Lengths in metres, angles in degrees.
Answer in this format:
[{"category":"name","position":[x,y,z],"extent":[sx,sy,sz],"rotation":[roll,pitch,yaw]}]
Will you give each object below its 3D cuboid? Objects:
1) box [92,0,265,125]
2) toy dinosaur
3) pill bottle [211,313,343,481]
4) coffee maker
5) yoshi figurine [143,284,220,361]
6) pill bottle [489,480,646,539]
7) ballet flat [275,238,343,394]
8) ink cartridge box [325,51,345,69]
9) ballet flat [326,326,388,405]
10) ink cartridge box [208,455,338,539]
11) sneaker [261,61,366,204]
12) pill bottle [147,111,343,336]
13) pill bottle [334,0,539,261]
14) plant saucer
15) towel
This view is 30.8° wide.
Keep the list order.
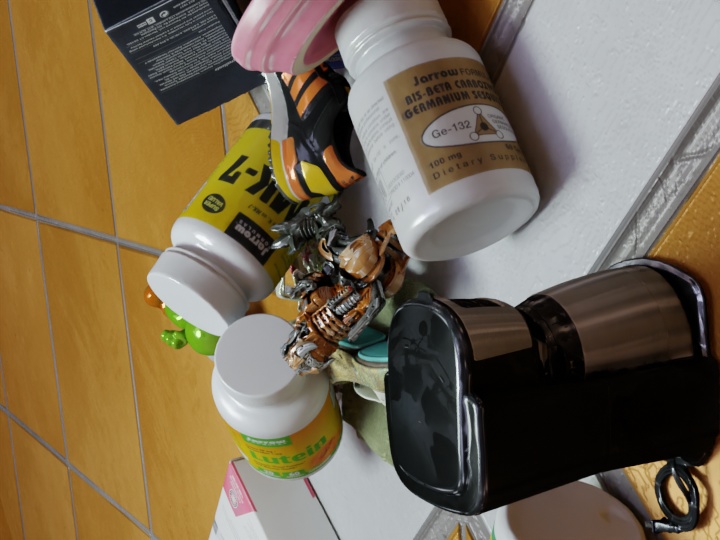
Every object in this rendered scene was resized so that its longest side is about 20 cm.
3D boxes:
[{"category":"box","position":[-0.205,-0.297,1.367],"extent":[0.200,0.124,0.197],"rotation":[66,-175,26]},{"category":"toy dinosaur","position":[0.000,0.000,1.142],"extent":[0.136,0.200,0.102],"rotation":[39,161,57]},{"category":"pill bottle","position":[-0.081,0.120,1.254],"extent":[0.200,0.111,0.111],"rotation":[78,169,-62]},{"category":"coffee maker","position":[0.130,0.097,0.862],"extent":[0.135,0.200,0.193],"rotation":[-39,64,60]},{"category":"yoshi figurine","position":[-0.188,0.048,1.559],"extent":[0.200,0.112,0.113],"rotation":[41,127,46]},{"category":"pill bottle","position":[0.141,0.266,0.995],"extent":[0.113,0.113,0.200],"rotation":[48,139,46]},{"category":"ballet flat","position":[-0.054,0.034,1.340],"extent":[0.076,0.064,0.201],"rotation":[-12,89,64]},{"category":"ink cartridge box","position":[-0.046,-0.278,1.245],"extent":[0.119,0.042,0.200],"rotation":[49,137,45]},{"category":"ballet flat","position":[0.020,0.086,1.138],"extent":[0.200,0.071,0.071],"rotation":[-171,73,-66]},{"category":"ink cartridge box","position":[-0.109,0.328,1.522],"extent":[0.147,0.083,0.200],"rotation":[57,145,36]},{"category":"sneaker","position":[-0.037,-0.164,1.185],"extent":[0.090,0.070,0.201],"rotation":[-9,80,23]},{"category":"pill bottle","position":[-0.108,-0.043,1.249],"extent":[0.114,0.200,0.114],"rotation":[29,158,13]},{"category":"pill bottle","position":[0.054,-0.119,1.028],"extent":[0.114,0.114,0.200],"rotation":[-52,54,55]},{"category":"plant saucer","position":[-0.019,-0.231,1.073],"extent":[0.051,0.201,0.201],"rotation":[44,146,3]},{"category":"towel","position":[0.027,0.090,1.235],"extent":[0.148,0.036,0.201],"rotation":[31,126,56]}]
